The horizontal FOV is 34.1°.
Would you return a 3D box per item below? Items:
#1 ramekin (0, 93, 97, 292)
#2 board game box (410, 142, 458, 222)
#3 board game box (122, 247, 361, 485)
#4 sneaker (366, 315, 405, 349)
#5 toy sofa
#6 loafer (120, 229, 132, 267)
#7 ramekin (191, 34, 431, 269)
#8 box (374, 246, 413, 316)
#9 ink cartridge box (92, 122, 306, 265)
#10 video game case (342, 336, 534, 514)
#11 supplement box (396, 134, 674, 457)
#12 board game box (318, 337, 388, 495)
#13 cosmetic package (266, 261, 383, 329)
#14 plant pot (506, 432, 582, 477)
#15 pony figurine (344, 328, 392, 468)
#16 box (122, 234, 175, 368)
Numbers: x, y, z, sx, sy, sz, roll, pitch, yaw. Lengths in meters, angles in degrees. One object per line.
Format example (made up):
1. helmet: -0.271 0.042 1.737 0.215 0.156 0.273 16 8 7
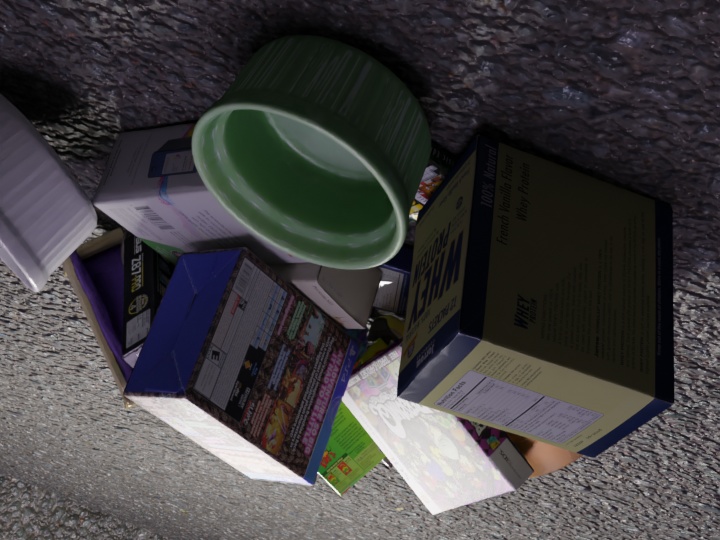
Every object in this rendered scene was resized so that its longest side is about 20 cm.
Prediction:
1. ramekin: -0.355 -0.086 1.182 0.200 0.097 0.201 44 163 17
2. board game box: 0.064 -0.079 1.112 0.198 0.024 0.104 30 154 -28
3. board game box: -0.113 0.099 1.181 0.096 0.161 0.200 -3 146 41
4. sneaker: 0.082 0.097 1.390 0.077 0.091 0.200 -4 147 44
5. toy sofa: -0.281 0.055 1.397 0.082 0.202 0.098 -24 170 -18
6. loafer: -0.204 0.002 1.407 0.070 0.074 0.199 -17 145 32
7. ramekin: -0.035 -0.102 0.996 0.197 0.099 0.201 20 150 13
8. box: 0.000 0.000 1.304 0.197 0.033 0.122 15 155 3
9. ink cartridge box: -0.142 -0.073 1.175 0.197 0.089 0.145 -1 151 37
10. video game case: 0.069 0.161 1.210 0.182 0.036 0.200 51 152 0
11. supplement box: 0.154 0.026 1.027 0.197 0.203 0.135 18 147 -14
12. board game box: -0.001 0.174 1.372 0.102 0.048 0.200 44 134 1
13. cosmetic package: -0.088 0.007 1.256 0.198 0.074 0.104 -1 148 38
14. plant pot: 0.154 0.075 1.199 0.183 0.202 0.199 45 146 -22
15. pony figurine: 0.010 0.137 1.477 0.192 0.168 0.199 34 167 -19
16. box: -0.194 0.066 1.279 0.049 0.201 0.162 -29 126 12
